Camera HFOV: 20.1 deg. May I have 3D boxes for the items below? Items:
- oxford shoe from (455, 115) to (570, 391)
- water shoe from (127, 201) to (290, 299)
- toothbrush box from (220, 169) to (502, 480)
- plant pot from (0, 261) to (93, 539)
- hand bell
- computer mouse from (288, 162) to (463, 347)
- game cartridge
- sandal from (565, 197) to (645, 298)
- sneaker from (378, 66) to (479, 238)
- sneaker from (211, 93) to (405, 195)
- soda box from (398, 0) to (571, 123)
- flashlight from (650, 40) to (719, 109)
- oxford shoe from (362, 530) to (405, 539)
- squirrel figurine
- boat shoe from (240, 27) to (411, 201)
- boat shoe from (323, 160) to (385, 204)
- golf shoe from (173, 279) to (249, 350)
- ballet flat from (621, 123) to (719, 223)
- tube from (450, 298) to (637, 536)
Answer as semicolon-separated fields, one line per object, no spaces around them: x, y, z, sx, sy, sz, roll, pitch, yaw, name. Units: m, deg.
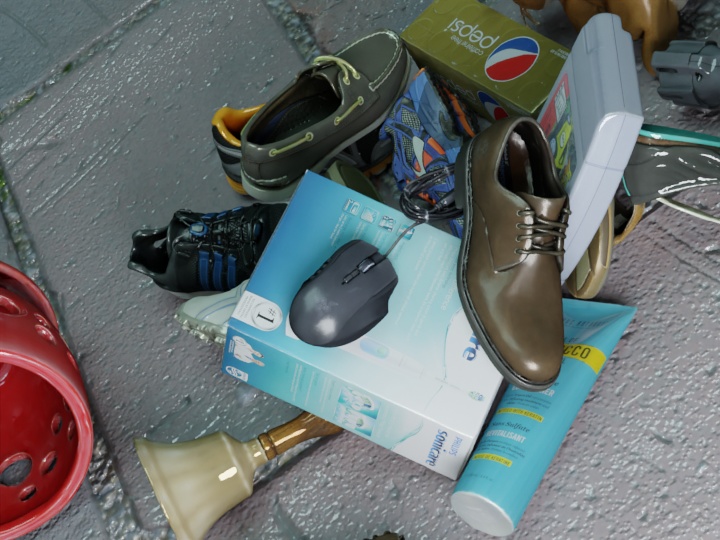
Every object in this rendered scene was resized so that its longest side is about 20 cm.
0.113;-0.016;1.442;0.084;0.072;0.202;-38;57;58;oxford shoe
-0.123;-0.017;1.706;0.199;0.078;0.072;-19;59;48;water shoe
0.016;0.040;1.508;0.198;0.085;0.147;23;63;5;toothbrush box
-0.331;0.103;1.699;0.200;0.201;0.183;-34;32;4;plant pot
-0.065;0.134;1.575;0.199;0.105;0.104;-25;40;-6;hand bell
0.022;-0.017;1.472;0.058;0.034;0.200;38;63;12;computer mouse
0.157;-0.077;1.530;0.040;0.201;0.134;9;44;-15;game cartridge
0.194;-0.064;1.572;0.053;0.081;0.201;16;48;-5;sandal
0.070;-0.077;1.672;0.078;0.075;0.201;-41;40;20;sneaker
-0.042;-0.121;1.781;0.198;0.077;0.079;-14;43;21;sneaker
0.120;-0.168;1.717;0.068;0.064;0.200;-44;40;-8;soda box
0.322;-0.143;1.552;0.068;0.068;0.199;-32;27;-36;flashlight
-0.002;0.226;1.449;0.199;0.073;0.085;6;41;36;oxford shoe
0.175;-0.272;1.668;0.185;0.200;0.142;15;69;29;squirrel figurine
-0.028;-0.142;1.713;0.072;0.061;0.202;30;61;27;boat shoe
0.000;0.000;1.652;0.068;0.074;0.201;-45;39;22;boat shoe
-0.070;0.032;1.639;0.199;0.078;0.098;10;72;49;golf shoe
0.286;-0.069;1.492;0.198;0.069;0.068;3;13;0;ballet flat
0.131;0.099;1.482;0.077;0.051;0.201;10;54;32;tube
